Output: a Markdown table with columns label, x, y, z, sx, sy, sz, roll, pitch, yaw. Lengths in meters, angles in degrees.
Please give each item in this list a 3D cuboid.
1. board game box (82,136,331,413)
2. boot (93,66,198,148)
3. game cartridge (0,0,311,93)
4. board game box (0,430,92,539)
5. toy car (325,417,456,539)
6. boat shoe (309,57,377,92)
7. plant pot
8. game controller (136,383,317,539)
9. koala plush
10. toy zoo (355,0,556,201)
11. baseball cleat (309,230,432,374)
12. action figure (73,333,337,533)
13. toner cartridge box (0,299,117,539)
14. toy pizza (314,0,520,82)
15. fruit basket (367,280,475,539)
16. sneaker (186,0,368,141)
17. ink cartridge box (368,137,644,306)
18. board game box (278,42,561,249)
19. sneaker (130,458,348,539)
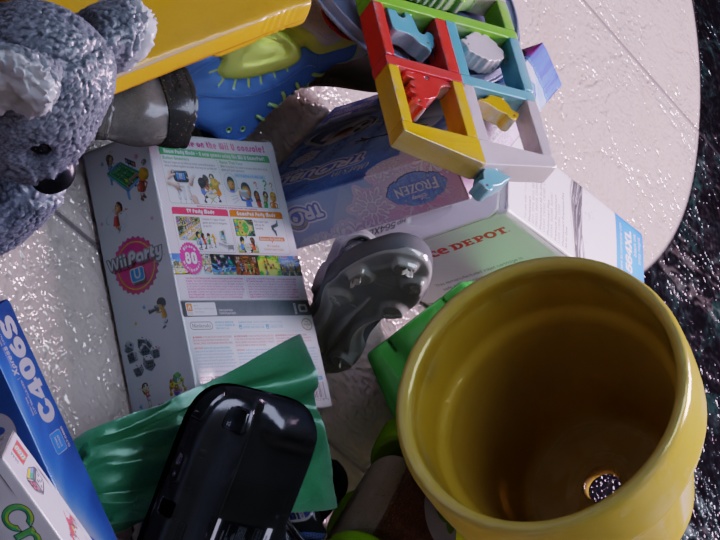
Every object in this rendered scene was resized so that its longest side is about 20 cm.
| label | x | y | z | sx | sy | sz | roll | pitch | yaw |
| --- | --- | --- | --- | --- | --- | --- | --- | --- | --- |
| board game box | -0.107 | 0.009 | 1.639 | 0.147 | 0.064 | 0.201 | 2 | 73 | -54 |
| boot | -0.197 | -0.155 | 1.578 | 0.130 | 0.068 | 0.201 | -3 | 47 | -27 |
| game cartridge | -0.159 | -0.205 | 1.579 | 0.199 | 0.033 | 0.177 | -24 | 65 | -37 |
| board game box | -0.199 | 0.201 | 1.354 | 0.201 | 0.126 | 0.035 | 57 | 19 | -19 |
| toy car | 0.062 | 0.231 | 1.627 | 0.199 | 0.158 | 0.165 | 30 | 37 | 0 |
| boat shoe | -0.052 | -0.173 | 1.798 | 0.199 | 0.066 | 0.075 | 12 | 89 | -29 |
| plant pot | 0.146 | 0.120 | 1.593 | 0.189 | 0.199 | 0.202 | 54 | 32 | -56 |
| game controller | -0.094 | 0.171 | 1.488 | 0.104 | 0.042 | 0.201 | 15 | 99 | -49 |
| koala plush | -0.228 | -0.102 | 1.399 | 0.177 | 0.199 | 0.185 | -30 | 98 | -55 |
| toy zoo | 0.067 | -0.132 | 1.653 | 0.130 | 0.020 | 0.201 | 12 | 47 | -30 |
| baseball cleat | 0.000 | 0.000 | 1.693 | 0.069 | 0.200 | 0.107 | 21 | 58 | -16 |
| action figure | -0.118 | 0.122 | 1.513 | 0.199 | 0.055 | 0.119 | -14 | 92 | -26 |
| toner cartridge box | -0.215 | 0.128 | 1.394 | 0.201 | 0.095 | 0.043 | 66 | 23 | -6 |
| toy pizza | 0.030 | -0.208 | 1.736 | 0.199 | 0.032 | 0.201 | 22 | 43 | -22 |
| fruit basket | 0.099 | 0.119 | 1.771 | 0.216 | 0.155 | 0.216 | 52 | 7 | -8 |
| sneaker | -0.077 | -0.146 | 1.720 | 0.199 | 0.076 | 0.106 | -3 | 116 | -30 |
| ink cartridge box | 0.118 | -0.019 | 1.897 | 0.200 | 0.145 | 0.085 | 35 | 48 | -41 |
| board game box | 0.028 | -0.090 | 1.756 | 0.044 | 0.199 | 0.199 | 63 | 34 | -18 |
| sneaker | -0.078 | 0.167 | 1.578 | 0.200 | 0.089 | 0.079 | -32 | 100 | -53 |
